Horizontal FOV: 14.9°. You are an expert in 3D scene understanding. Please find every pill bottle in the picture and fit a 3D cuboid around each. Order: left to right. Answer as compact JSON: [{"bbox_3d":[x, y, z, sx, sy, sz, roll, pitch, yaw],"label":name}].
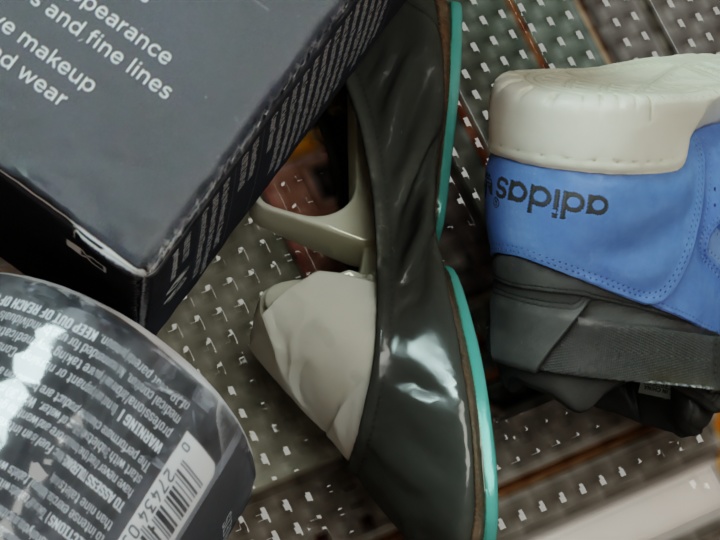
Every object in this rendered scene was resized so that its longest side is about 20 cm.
[{"bbox_3d":[-0.118,0.106,0.717,0.106,0.106,0.200,34,61,-4],"label":"pill bottle"}]

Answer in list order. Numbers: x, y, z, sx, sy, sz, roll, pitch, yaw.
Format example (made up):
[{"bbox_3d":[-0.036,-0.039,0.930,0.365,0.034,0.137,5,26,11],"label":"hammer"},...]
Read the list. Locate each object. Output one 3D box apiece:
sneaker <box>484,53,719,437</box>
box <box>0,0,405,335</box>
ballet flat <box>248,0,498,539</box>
[{"bbox_3d":[0.108,-0.008,0.872,0.200,0.077,0.112,-9,109,-51],"label":"sneaker"},{"bbox_3d":[-0.082,-0.118,0.782,0.196,0.117,0.200,36,77,4],"label":"box"},{"bbox_3d":[0.000,0.000,0.834,0.068,0.068,0.201,2,57,-9],"label":"ballet flat"}]
